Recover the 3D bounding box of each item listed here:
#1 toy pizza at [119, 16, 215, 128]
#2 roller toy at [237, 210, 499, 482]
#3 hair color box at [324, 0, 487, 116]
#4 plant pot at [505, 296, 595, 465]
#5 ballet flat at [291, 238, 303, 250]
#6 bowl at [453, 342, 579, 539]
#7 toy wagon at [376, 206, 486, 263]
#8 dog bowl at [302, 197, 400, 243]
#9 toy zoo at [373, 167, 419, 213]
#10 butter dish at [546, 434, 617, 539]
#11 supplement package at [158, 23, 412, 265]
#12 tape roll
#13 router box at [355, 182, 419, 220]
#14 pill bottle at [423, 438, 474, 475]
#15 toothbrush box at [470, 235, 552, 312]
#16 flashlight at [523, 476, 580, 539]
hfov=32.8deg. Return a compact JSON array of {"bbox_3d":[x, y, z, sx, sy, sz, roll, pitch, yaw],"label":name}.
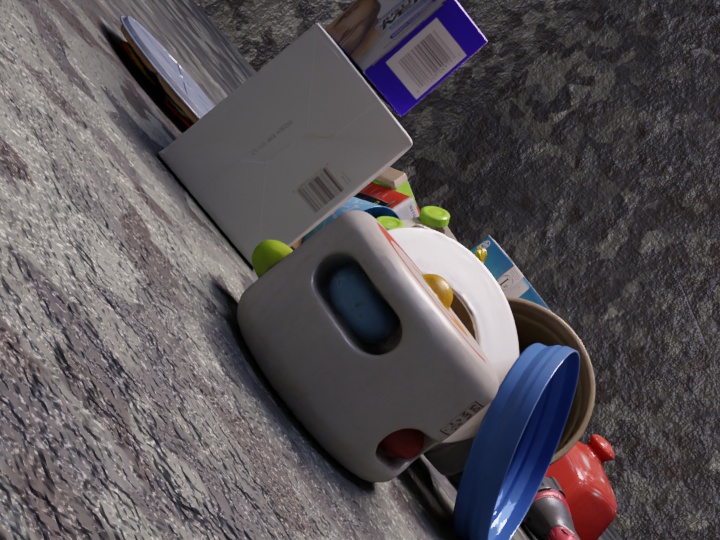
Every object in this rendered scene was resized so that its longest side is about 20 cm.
[{"bbox_3d":[-0.219,-0.214,1.435,0.200,0.032,0.200,50,5,-5],"label":"toy pizza"},{"bbox_3d":[0.012,0.054,0.923,0.200,0.140,0.182,50,5,-22],"label":"roller toy"},{"bbox_3d":[0.039,-0.231,1.204,0.065,0.109,0.200,48,5,-23],"label":"hair color box"},{"bbox_3d":[0.149,0.149,1.384,0.200,0.200,0.174,52,-13,15],"label":"plant pot"},{"bbox_3d":[-0.068,-0.061,1.425,0.068,0.072,0.200,43,5,4],"label":"ballet flat"},{"bbox_3d":[0.139,0.157,1.097,0.039,0.201,0.201,22,-6,20],"label":"bowl"},{"bbox_3d":[0.055,0.006,1.318,0.200,0.155,0.040,-15,37,-42],"label":"toy wagon"},{"bbox_3d":[0.000,0.000,1.329,0.050,0.111,0.200,36,-19,39],"label":"dog bowl"},{"bbox_3d":[0.044,-0.050,1.533,0.131,0.020,0.200,28,-32,52],"label":"toy zoo"},{"bbox_3d":[0.287,0.285,1.702,0.199,0.148,0.200,47,6,-44],"label":"butter dish"},{"bbox_3d":[-0.069,-0.126,1.212,0.147,0.191,0.200,51,5,-8],"label":"supplement package"},{"bbox_3d":[0.054,0.059,1.094,0.203,0.203,0.037,51,-38,-5],"label":"tape roll"},{"bbox_3d":[0.028,-0.018,1.514,0.179,0.049,0.200,27,-33,53],"label":"router box"},{"bbox_3d":[0.052,0.090,1.177,0.200,0.114,0.114,51,5,-6],"label":"pill bottle"},{"bbox_3d":[0.143,0.079,1.607,0.146,0.200,0.085,49,6,-33],"label":"toothbrush box"},{"bbox_3d":[0.249,0.337,1.490,0.200,0.068,0.068,-116,-156,-53],"label":"flashlight"}]
